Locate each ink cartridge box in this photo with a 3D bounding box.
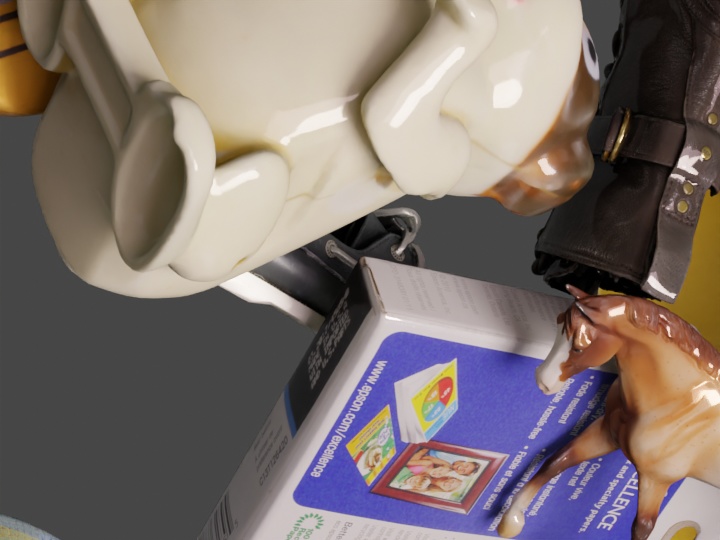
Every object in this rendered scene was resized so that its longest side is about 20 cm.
[{"bbox_3d":[0.051,0.092,1.097,0.199,0.047,0.198,11,128,-26],"label":"ink cartridge box"}]

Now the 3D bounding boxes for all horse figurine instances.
[{"bbox_3d":[0.143,0.080,1.031,0.199,0.050,0.133,20,123,-7],"label":"horse figurine"}]

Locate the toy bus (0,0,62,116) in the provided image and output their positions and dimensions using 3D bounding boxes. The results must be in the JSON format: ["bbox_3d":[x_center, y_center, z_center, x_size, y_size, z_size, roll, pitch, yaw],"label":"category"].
[{"bbox_3d":[-0.063,-0.114,1.053,0.199,0.065,0.079,-22,106,-18],"label":"toy bus"}]

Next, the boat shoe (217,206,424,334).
[{"bbox_3d":[0.000,0.000,1.099,0.199,0.073,0.062,28,92,-20],"label":"boat shoe"}]

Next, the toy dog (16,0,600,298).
[{"bbox_3d":[-0.006,-0.058,0.978,0.199,0.140,0.194,-14,141,-24],"label":"toy dog"}]

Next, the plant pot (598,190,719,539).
[{"bbox_3d":[0.230,0.036,1.149,0.176,0.200,0.201,-20,108,-36],"label":"plant pot"}]

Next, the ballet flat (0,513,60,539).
[{"bbox_3d":[-0.098,0.169,1.087,0.074,0.074,0.200,-49,114,-9],"label":"ballet flat"}]

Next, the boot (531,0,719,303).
[{"bbox_3d":[0.105,-0.075,1.066,0.069,0.200,0.175,21,93,-14],"label":"boot"}]
